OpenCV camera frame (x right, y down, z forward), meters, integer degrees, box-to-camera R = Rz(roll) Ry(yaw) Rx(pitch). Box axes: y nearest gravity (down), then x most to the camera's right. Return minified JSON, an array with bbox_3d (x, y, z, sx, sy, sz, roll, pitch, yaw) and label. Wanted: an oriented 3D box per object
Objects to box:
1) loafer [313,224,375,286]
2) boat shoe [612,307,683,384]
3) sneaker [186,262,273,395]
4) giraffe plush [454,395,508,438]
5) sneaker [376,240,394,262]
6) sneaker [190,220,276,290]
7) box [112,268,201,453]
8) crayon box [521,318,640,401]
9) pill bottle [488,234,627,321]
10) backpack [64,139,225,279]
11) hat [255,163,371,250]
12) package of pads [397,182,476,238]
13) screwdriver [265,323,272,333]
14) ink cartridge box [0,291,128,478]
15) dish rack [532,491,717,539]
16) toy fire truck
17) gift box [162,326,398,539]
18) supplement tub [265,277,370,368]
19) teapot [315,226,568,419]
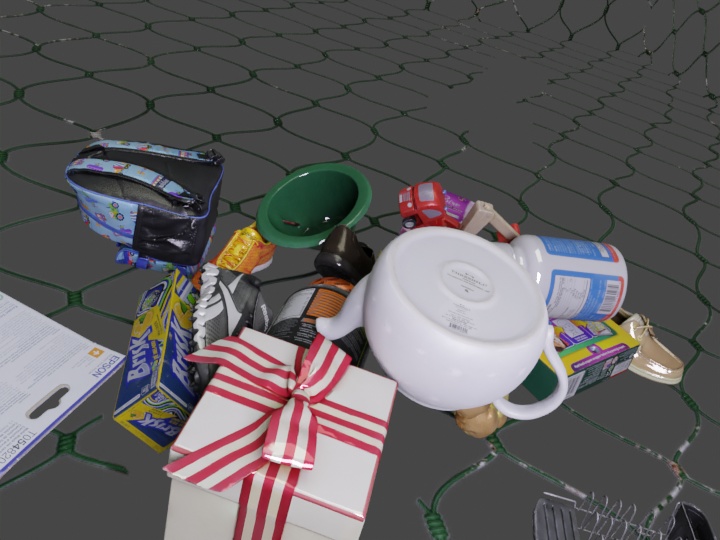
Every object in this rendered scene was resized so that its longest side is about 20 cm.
[{"bbox_3d":[0.000,0.000,0.932,0.071,0.200,0.073,16,75,18],"label":"loafer"},{"bbox_3d":[0.410,0.096,1.075,0.198,0.068,0.073,36,36,27],"label":"boat shoe"},{"bbox_3d":[-0.138,0.057,0.754,0.087,0.068,0.202,4,30,-9],"label":"sneaker"},{"bbox_3d":[0.100,0.093,0.866,0.157,0.174,0.205,2,58,23],"label":"giraffe plush"},{"bbox_3d":[0.051,-0.002,0.995,0.088,0.071,0.200,26,-4,24],"label":"sneaker"},{"bbox_3d":[-0.175,-0.017,0.961,0.071,0.079,0.201,22,34,6],"label":"sneaker"},{"bbox_3d":[-0.210,0.092,0.765,0.070,0.063,0.202,48,16,-32],"label":"box"},{"bbox_3d":[0.280,0.096,1.022,0.196,0.060,0.172,-11,41,-36],"label":"crayon box"},{"bbox_3d":[0.263,0.009,0.984,0.194,0.115,0.113,6,33,-16],"label":"pill bottle"},{"bbox_3d":[-0.298,-0.094,0.961,0.194,0.137,0.185,12,32,-9],"label":"backpack"},{"bbox_3d":[-0.045,-0.041,1.031,0.163,0.179,0.200,27,57,34],"label":"hat"},{"bbox_3d":[0.131,-0.065,1.180,0.118,0.077,0.201,22,32,4],"label":"package of pads"},{"bbox_3d":[-0.089,0.066,0.924,0.030,0.028,0.198,56,39,4],"label":"screwdriver"},{"bbox_3d":[-0.371,0.114,0.701,0.195,0.041,0.200,24,32,10],"label":"ink cartridge box"},{"bbox_3d":[0.275,0.298,0.718,0.194,0.056,0.155,16,31,-2],"label":"dish rack"},{"bbox_3d":[0.150,-0.062,1.014,0.137,0.201,0.050,-17,50,20],"label":"toy fire truck"},{"bbox_3d":[-0.082,0.172,0.611,0.194,0.191,0.186,17,31,-1],"label":"gift box"},{"bbox_3d":[-0.055,0.099,0.797,0.119,0.125,0.201,19,31,5],"label":"supplement tub"},{"bbox_3d":[0.086,0.067,0.699,0.193,0.149,0.201,-11,47,-32],"label":"teapot"}]
